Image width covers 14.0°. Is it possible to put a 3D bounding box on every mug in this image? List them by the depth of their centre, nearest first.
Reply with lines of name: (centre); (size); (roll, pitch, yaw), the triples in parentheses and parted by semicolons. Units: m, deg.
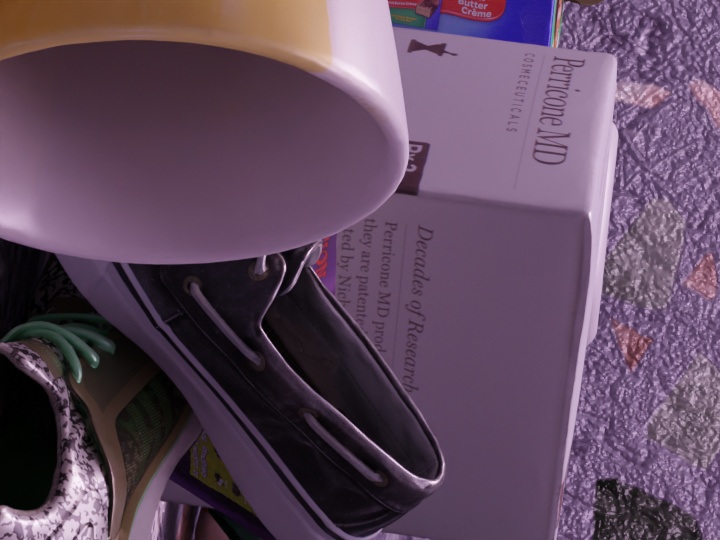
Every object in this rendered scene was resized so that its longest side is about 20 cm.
mug: (-0.058, -0.108, 0.864); (0.187, 0.149, 0.154); (100, -9, -65)

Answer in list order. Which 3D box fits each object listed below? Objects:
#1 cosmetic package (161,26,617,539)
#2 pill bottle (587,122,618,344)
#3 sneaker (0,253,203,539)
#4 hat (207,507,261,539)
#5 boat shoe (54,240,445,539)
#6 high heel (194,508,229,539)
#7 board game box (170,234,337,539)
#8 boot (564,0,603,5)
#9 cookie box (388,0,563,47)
cosmetic package: (0.000, 0.000, 1.251); (0.165, 0.199, 0.165); (-74, 169, -61)
pill bottle: (0.021, -0.028, 1.429); (0.116, 0.199, 0.116); (6, 90, -85)
sneaker: (-0.100, 0.043, 1.000); (0.089, 0.077, 0.200); (72, 18, -45)
hat: (-0.063, 0.222, 1.231); (0.166, 0.176, 0.200); (52, -8, -28)
boat shoe: (-0.040, 0.004, 1.007); (0.200, 0.071, 0.072); (53, 32, -11)
high heel: (-0.038, 0.158, 1.525); (0.067, 0.096, 0.200); (-51, -159, 49)
board game box: (-0.060, 0.001, 1.093); (0.032, 0.120, 0.200); (-39, 144, -39)
boot: (0.039, -0.225, 1.420); (0.066, 0.200, 0.176); (-11, 114, -50)
cookie box: (0.012, -0.182, 1.312); (0.075, 0.171, 0.201); (-74, 169, -72)
